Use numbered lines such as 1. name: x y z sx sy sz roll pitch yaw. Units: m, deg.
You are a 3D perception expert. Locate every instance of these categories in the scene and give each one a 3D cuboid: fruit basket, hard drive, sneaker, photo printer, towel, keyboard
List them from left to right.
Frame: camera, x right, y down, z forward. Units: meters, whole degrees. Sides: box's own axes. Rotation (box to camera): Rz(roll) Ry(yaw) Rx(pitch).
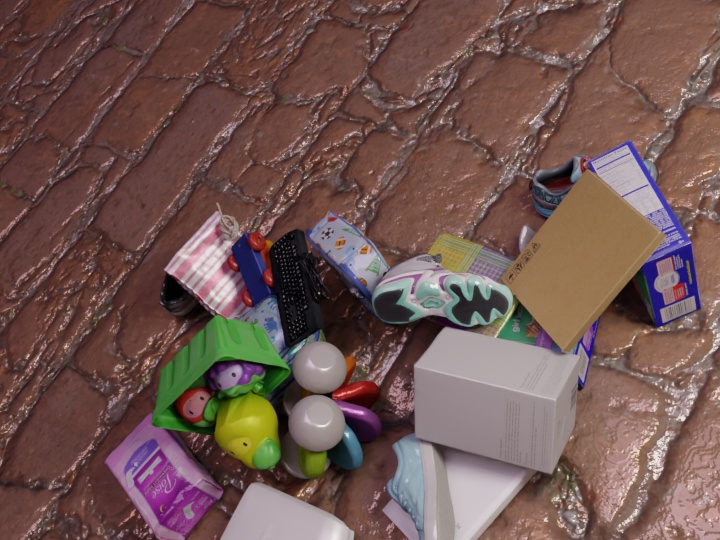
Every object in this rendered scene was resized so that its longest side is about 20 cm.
1. sneaker: -0.295 -0.006 1.660 0.077 0.140 0.201 33 83 5
2. fruit basket: -0.197 0.201 1.354 0.214 0.155 0.218 -20 62 43
3. towel: -0.223 0.009 1.595 0.147 0.200 0.030 -51 7 -20
4. photo printer: -0.112 0.416 1.321 0.199 0.070 0.167 14 67 36
5. keyboard: -0.103 0.014 1.433 0.104 0.040 0.201 -33 51 24
6. sneaker: 0.079 0.315 1.251 0.081 0.074 0.201 -21 40 18
7. sneaker: 0.122 0.015 1.325 0.198 0.079 0.140 3 28 9
8. hard drive: 0.140 0.307 1.282 0.200 0.026 0.132 -46 49 -6
9. towel: 0.157 0.026 1.370 0.199 0.023 0.144 23 71 41
10. sneaker: 0.359 -0.136 1.414 0.198 0.096 0.080 -13 54 22

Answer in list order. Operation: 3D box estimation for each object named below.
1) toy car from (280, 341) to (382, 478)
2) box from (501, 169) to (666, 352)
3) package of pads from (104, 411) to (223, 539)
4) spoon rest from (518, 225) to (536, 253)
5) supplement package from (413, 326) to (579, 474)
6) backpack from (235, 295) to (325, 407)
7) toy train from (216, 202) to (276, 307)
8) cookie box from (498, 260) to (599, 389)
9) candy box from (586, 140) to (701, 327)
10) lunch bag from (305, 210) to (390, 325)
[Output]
1. toy car: -0.040 0.217 1.379 0.148 0.176 0.202 8 55 -9
2. box: 0.294 -0.015 1.231 0.201 0.021 0.164 -54 42 17
3. package of pads: -0.325 0.337 1.492 0.121 0.076 0.200 -48 49 -4
4. spoon rest: 0.310 -0.022 1.366 0.199 0.099 0.061 18 77 58
5. supplement package: 0.184 0.172 1.242 0.198 0.122 0.120 11 30 25
6. backpack: -0.152 0.136 1.501 0.199 0.154 0.164 -28 44 -6
7. toy train: -0.167 -0.036 1.576 0.085 0.115 0.201 -40 66 37
8. cookie box: 0.243 0.074 1.349 0.198 0.075 0.173 3 61 32
9. candy box: 0.398 -0.052 1.285 0.076 0.169 0.201 -22 50 9
10. lunch bag: 0.000 0.000 1.486 0.075 0.161 0.200 -39 42 -4
